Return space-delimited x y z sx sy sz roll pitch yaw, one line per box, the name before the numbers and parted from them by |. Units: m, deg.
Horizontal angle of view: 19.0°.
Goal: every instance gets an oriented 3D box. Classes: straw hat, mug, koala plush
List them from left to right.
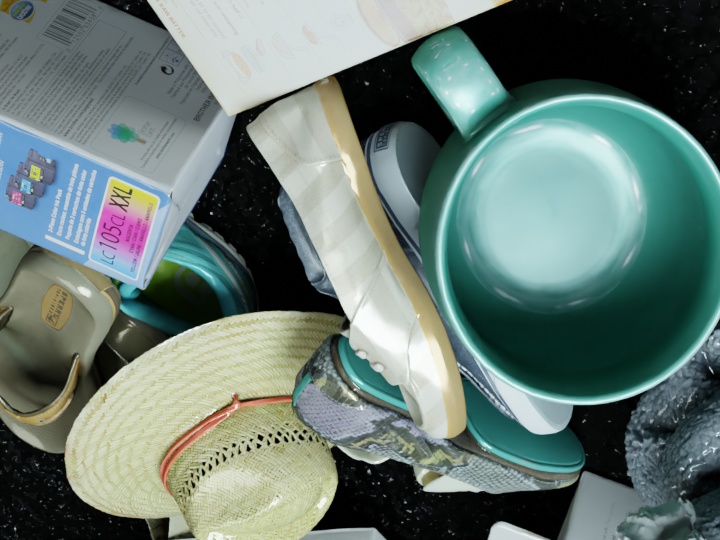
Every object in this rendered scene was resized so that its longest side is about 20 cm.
straw hat | -0.062 0.114 1.233 0.199 0.085 0.202 -19 145 -13
mug | 0.103 -0.035 1.087 0.151 0.114 0.187 -5 101 -4
koala plush | 0.211 0.142 1.141 0.183 0.201 0.178 -26 115 36

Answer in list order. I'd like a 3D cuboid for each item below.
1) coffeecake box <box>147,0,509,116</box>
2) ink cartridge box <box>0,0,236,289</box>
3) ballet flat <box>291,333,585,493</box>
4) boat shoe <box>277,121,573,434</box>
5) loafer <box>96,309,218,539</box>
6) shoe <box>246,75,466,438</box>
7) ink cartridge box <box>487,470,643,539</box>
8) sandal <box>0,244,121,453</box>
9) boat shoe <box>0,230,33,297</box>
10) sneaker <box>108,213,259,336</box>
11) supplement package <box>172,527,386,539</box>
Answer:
coffeecake box | -0.020 -0.183 1.052 0.199 0.073 0.154 -18 119 33
ink cartridge box | -0.176 -0.089 1.150 0.199 0.137 0.077 25 128 1
ballet flat | 0.039 0.090 1.224 0.199 0.073 0.072 24 139 -35
boat shoe | 0.039 0.013 1.199 0.090 0.071 0.201 -21 111 35
loafer | -0.127 0.098 1.315 0.076 0.068 0.201 31 151 52
shoe | 0.000 0.000 1.115 0.053 0.070 0.201 -23 102 -4
ink cartridge box | 0.169 0.197 1.295 0.198 0.067 0.116 20 133 5
sandal | -0.184 0.054 1.228 0.080 0.054 0.200 29 147 1
boat shoe | -0.220 -0.006 1.291 0.072 0.060 0.203 -26 126 -8
sneaker | -0.138 -0.021 1.218 0.199 0.080 0.078 33 106 -15
supplement package | -0.024 0.256 1.351 0.155 0.112 0.200 -7 147 26
